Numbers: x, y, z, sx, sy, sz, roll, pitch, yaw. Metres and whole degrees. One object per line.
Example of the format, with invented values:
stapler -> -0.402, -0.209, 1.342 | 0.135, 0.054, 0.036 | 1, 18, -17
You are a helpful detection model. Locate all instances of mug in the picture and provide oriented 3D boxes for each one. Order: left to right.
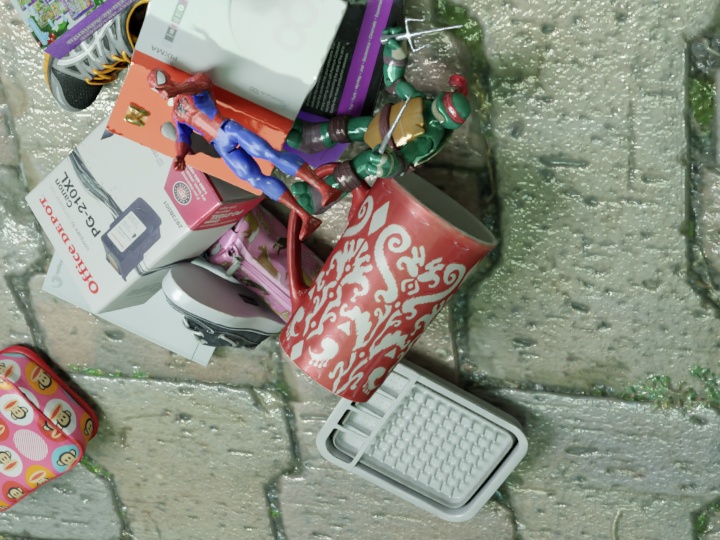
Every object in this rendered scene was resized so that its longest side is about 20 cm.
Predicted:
mug -> 0.008, 0.004, 1.485 | 0.133, 0.177, 0.200 | 17, 111, -52

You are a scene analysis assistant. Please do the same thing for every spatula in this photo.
spatula -> -0.099, -0.168, 1.485 | 0.200, 0.021, 0.057 | 34, 109, -6

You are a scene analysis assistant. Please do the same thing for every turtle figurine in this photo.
turtle figurine -> 0.026, -0.128, 1.374 | 0.199, 0.150, 0.101 | -25, 134, 31

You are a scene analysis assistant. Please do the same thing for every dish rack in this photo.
dish rack -> 0.068, 0.177, 1.679 | 0.199, 0.044, 0.172 | 29, 127, -6

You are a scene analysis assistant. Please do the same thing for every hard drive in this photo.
hard drive -> -0.232, 0.012, 1.651 | 0.199, 0.027, 0.132 | 26, 127, -3

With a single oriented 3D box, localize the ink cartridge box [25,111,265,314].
ink cartridge box -> -0.213, -0.072, 1.507 | 0.200, 0.084, 0.145 | -38, 79, 29

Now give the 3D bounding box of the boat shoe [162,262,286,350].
boat shoe -> -0.148, 0.046, 1.559 | 0.068, 0.200, 0.072 | -44, 68, 12

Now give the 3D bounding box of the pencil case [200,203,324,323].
pencil case -> -0.068, 0.016, 1.568 | 0.200, 0.087, 0.083 | 42, 153, -18

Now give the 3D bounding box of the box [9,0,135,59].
box -> -0.265, -0.303, 1.333 | 0.137, 0.039, 0.200 | -35, 78, 8

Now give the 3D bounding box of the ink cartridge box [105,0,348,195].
ink cartridge box -> -0.121, -0.183, 1.371 | 0.162, 0.057, 0.201 | 23, 100, -6

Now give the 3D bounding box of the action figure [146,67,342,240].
action figure -> -0.120, -0.104, 1.330 | 0.200, 0.099, 0.065 | 41, 121, 9

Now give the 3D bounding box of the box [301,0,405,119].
box -> -0.068, -0.224, 1.419 | 0.199, 0.036, 0.144 | 17, 123, -2

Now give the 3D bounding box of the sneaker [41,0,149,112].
sneaker -> -0.233, -0.217, 1.439 | 0.077, 0.078, 0.200 | 47, 129, 15

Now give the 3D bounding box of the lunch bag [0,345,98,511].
lunch bag -> -0.423, 0.178, 1.789 | 0.200, 0.082, 0.176 | -30, 112, 32
